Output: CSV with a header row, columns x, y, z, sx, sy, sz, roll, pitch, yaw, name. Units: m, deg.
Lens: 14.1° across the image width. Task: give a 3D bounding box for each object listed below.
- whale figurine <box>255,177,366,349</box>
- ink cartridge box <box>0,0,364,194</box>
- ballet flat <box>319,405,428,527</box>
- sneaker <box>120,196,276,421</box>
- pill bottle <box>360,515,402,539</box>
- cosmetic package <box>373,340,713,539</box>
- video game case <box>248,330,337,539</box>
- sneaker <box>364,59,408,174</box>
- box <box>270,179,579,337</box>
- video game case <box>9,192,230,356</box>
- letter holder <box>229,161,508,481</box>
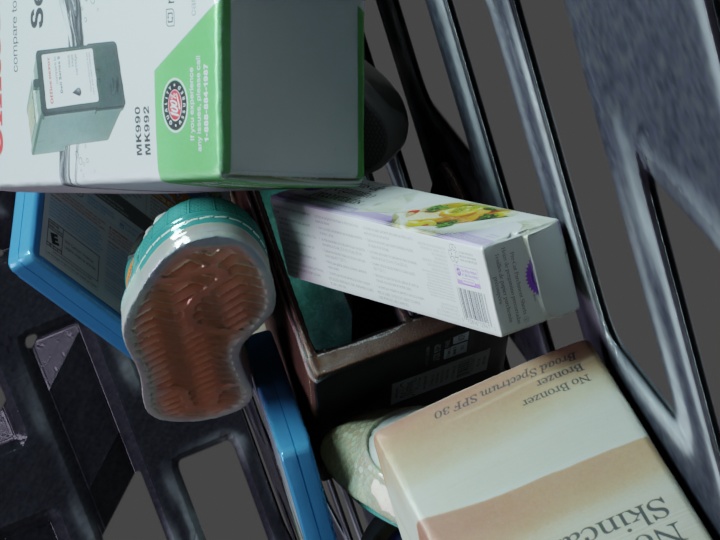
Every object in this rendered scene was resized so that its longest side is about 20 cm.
x,y,z,sx,sy,sz,roll,pitch,yaw,name
-0.022,-0.020,1.661,0.160,0.103,0.200,67,-162,-4,whale figurine
-0.089,-0.108,1.312,0.199,0.084,0.147,-1,90,51,ink cartridge box
0.056,0.096,1.317,0.200,0.067,0.063,30,137,40,ballet flat
-0.081,0.001,1.354,0.200,0.071,0.080,104,158,-66,sneaker
0.077,0.192,1.354,0.200,0.110,0.111,-118,9,-48,pill bottle
0.088,0.133,1.116,0.200,0.103,0.088,-121,10,-47,cosmetic package
-0.016,0.145,1.431,0.143,0.018,0.201,-116,10,-67,video game case
-0.033,-0.115,1.474,0.200,0.082,0.075,37,137,42,sneaker
0.023,-0.009,1.226,0.200,0.038,0.042,13,119,63,box
-0.119,-0.045,1.502,0.143,0.018,0.201,38,-143,-36,video game case
0.000,0.000,1.428,0.200,0.100,0.143,89,160,-73,letter holder
